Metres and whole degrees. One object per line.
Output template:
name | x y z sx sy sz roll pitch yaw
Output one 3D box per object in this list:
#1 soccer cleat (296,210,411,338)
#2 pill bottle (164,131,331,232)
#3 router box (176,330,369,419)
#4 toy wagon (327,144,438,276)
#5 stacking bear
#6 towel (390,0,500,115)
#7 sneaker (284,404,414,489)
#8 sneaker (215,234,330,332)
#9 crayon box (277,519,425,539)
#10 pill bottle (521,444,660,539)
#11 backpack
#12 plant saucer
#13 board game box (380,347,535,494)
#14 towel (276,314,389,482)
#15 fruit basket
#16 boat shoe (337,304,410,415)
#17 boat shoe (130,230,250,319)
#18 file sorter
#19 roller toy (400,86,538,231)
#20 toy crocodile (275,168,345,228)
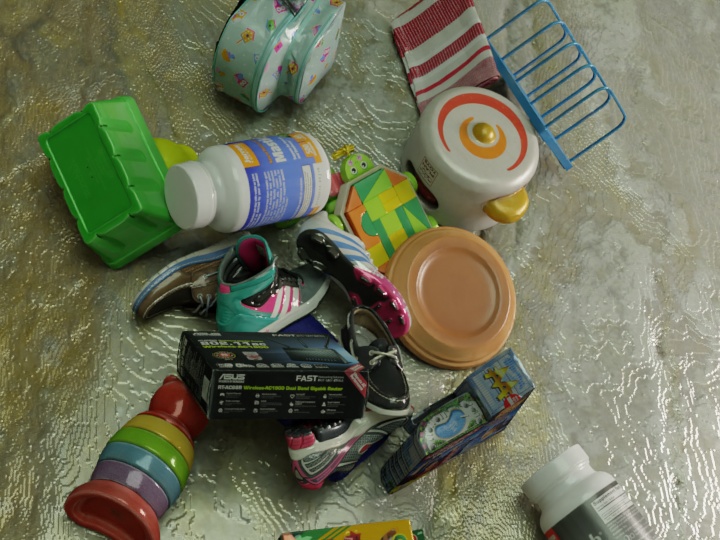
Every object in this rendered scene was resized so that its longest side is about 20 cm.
soccer cleat | 0.000 0.000 1.723 0.200 0.070 0.087 45 34 -12
pill bottle | -0.146 -0.111 1.668 0.199 0.112 0.113 -14 65 -37
router box | -0.106 0.123 1.553 0.198 0.150 0.063 3 103 -23
toy wagon | 0.021 -0.082 1.804 0.155 0.039 0.201 -31 99 -30
stacking bear | -0.246 0.217 1.545 0.121 0.114 0.201 29 52 0
towel | 0.124 -0.336 1.967 0.023 0.143 0.202 17 49 -49
sneaker | -0.013 0.204 1.595 0.199 0.080 0.076 -16 103 -41
sneaker | -0.116 0.005 1.681 0.083 0.122 0.200 16 35 33
crayon box | 0.003 0.373 1.566 0.198 0.051 0.128 -3 62 -20
pill bottle | 0.300 0.329 1.648 0.115 0.116 0.201 -27 72 -29
backpack | -0.118 -0.324 1.855 0.153 0.176 0.200 37 61 10
plant saucer | 0.128 0.033 1.783 0.198 0.037 0.202 6 72 -20
board game box | 0.128 0.181 1.627 0.199 0.200 0.062 -25 72 -29
towel | -0.054 0.163 1.674 0.200 0.050 0.147 47 53 11
fruit basket | -0.304 -0.121 1.717 0.155 0.215 0.217 -30 68 13
boat shoe | 0.020 0.110 1.622 0.073 0.061 0.200 8 24 -16
boat shoe | -0.203 0.017 1.691 0.199 0.072 0.073 -31 75 -30
file sorter | 0.289 -0.281 1.941 0.122 0.139 0.201 -34 60 12
roller toy | 0.158 -0.162 1.870 0.181 0.140 0.202 17 58 -8
toy crocodile | -0.070 -0.107 1.812 0.198 0.062 0.068 -10 65 -23
